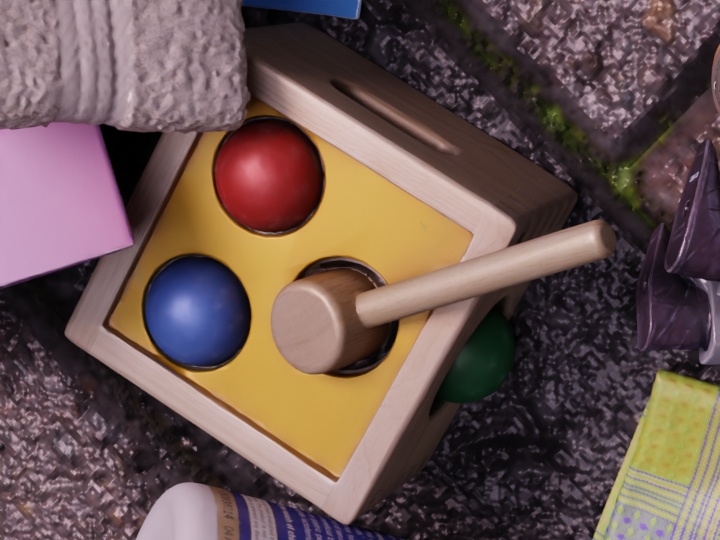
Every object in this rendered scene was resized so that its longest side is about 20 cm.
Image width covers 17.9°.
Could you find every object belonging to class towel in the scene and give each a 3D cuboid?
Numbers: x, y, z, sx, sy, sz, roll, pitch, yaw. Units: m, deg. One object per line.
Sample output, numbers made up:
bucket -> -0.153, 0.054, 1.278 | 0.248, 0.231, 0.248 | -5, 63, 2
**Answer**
towel -> 0.199, 0.139, 0.998 | 0.200, 0.023, 0.144 | 23, 107, 15
towel -> -0.110, -0.153, 0.922 | 0.034, 0.132, 0.200 | -21, 73, 60

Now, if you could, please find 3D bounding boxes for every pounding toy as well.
pounding toy -> 0.000, 0.000, 0.983 | 0.200, 0.142, 0.184 | 33, 109, 13

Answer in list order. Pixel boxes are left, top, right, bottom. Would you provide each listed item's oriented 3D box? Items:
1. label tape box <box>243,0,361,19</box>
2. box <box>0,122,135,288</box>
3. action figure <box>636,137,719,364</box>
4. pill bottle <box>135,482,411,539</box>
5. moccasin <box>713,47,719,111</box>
label tape box -> -0.065, -0.218, 1.014 | 0.143, 0.066, 0.200 | 9, 100, 19
box -> -0.192, -0.074, 1.007 | 0.097, 0.200, 0.176 | -18, 92, -20
action figure -> 0.215, 0.016, 0.907 | 0.200, 0.130, 0.069 | 16, 64, -5
pill bottle -> -0.002, 0.170, 0.991 | 0.200, 0.116, 0.116 | 16, 107, -16
moccasin -> 0.243, -0.072, 0.914 | 0.201, 0.078, 0.074 | 0, 112, 15
